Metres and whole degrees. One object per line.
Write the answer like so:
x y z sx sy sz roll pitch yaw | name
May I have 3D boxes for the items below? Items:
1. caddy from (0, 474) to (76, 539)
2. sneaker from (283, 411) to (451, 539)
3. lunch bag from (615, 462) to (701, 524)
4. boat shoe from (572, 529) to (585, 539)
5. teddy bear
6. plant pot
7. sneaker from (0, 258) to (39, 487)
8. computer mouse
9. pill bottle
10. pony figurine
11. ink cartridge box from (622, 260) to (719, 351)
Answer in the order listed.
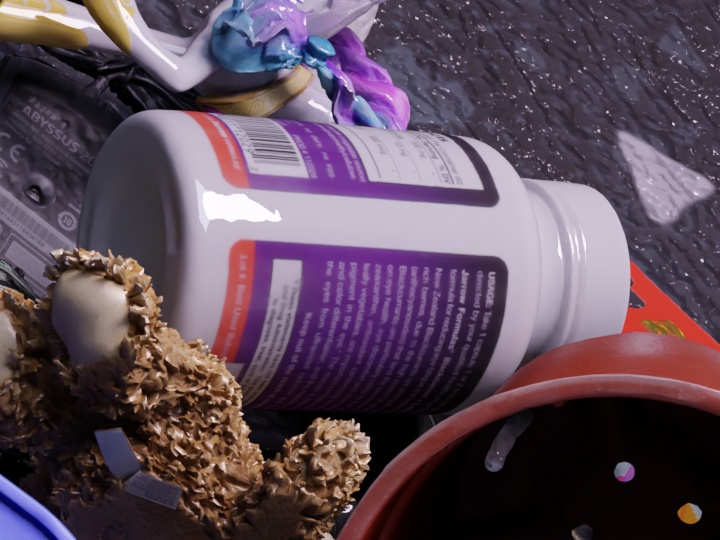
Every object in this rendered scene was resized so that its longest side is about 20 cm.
-0.180 0.128 0.947 0.200 0.105 0.141 37 63 3 | caddy
0.013 0.073 1.139 0.066 0.091 0.200 39 40 5 | sneaker
0.182 0.158 1.153 0.160 0.077 0.200 30 33 -52 | lunch bag
0.028 0.140 1.098 0.200 0.071 0.065 -8 63 -51 | boat shoe
-0.065 0.073 0.971 0.200 0.145 0.067 40 36 -9 | teddy bear
0.094 0.112 0.948 0.201 0.201 0.195 34 13 0 | plant pot
-0.133 0.036 1.051 0.200 0.078 0.085 35 47 -34 | sneaker
-0.137 -0.031 1.162 0.138 0.053 0.200 43 46 -10 | computer mouse
0.000 0.000 1.052 0.200 0.112 0.112 4 48 -29 | pill bottle
-0.034 -0.111 1.165 0.200 0.167 0.193 33 53 -7 | pony figurine
0.058 -0.018 1.254 0.200 0.047 0.160 3 27 -29 | ink cartridge box
